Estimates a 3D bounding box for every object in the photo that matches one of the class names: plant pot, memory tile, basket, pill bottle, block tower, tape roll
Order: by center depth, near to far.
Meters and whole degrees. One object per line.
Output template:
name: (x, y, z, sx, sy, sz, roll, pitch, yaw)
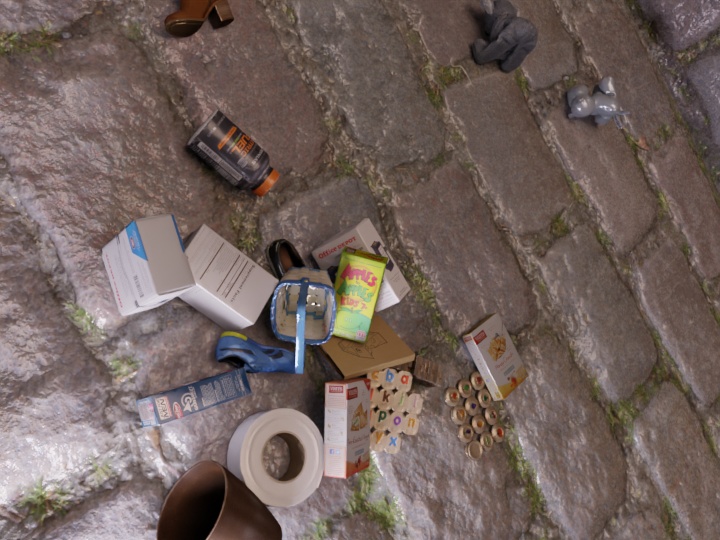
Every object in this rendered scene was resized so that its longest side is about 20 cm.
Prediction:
plant pot: (-0.250, 0.491, 1.345, 0.200, 0.187, 0.187, 40, 57, -35)
tape roll: (-0.174, 0.393, 1.473, 0.202, 0.071, 0.203, 11, 70, -32)
basket: (-0.121, 0.097, 1.488, 0.139, 0.177, 0.200, 3, 29, -6)
pill bottle: (-0.277, -0.253, 1.564, 0.200, 0.106, 0.106, 41, 58, -19)
block tower: (0.111, 0.233, 1.721, 0.200, 0.058, 0.054, 25, 64, -28)
memory tile: (0.301, 0.378, 1.832, 0.153, 0.017, 0.200, -21, 90, -36)

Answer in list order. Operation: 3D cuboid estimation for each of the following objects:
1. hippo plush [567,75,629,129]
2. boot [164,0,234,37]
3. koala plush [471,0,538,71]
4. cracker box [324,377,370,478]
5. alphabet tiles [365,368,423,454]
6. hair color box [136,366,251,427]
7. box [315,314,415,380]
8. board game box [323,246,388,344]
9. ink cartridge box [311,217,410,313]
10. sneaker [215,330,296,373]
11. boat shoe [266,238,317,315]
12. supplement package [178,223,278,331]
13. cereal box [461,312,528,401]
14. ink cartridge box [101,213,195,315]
hippo plush: (0.776, -0.548, 2.362, 0.160, 0.159, 0.200, -7, 63, -5)
boot: (-0.395, -0.629, 1.605, 0.200, 0.077, 0.156, -32, 97, -38)
koala plush: (0.445, -0.758, 2.167, 0.177, 0.184, 0.200, 5, 62, -33)
cracker box: (-0.027, 0.340, 1.537, 0.134, 0.058, 0.201, 8, 81, -67)
alphabet tiles: (0.053, 0.329, 1.653, 0.200, 0.015, 0.196, 13, 83, -23)
hair color box: (-0.329, 0.250, 1.390, 0.200, 0.100, 0.061, -14, 84, -36)
box: (0.003, 0.173, 1.617, 0.200, 0.021, 0.163, -10, 38, -34)
board game box: (-0.012, 0.056, 1.579, 0.101, 0.200, 0.048, 15, 20, 5)
ink cartridge box: (0.000, 0.000, 1.645, 0.200, 0.145, 0.084, 59, 30, -6)
sneaker: (-0.214, 0.197, 1.493, 0.200, 0.066, 0.079, 23, 46, -22)
boat shoe: (-0.147, 0.020, 1.599, 0.072, 0.068, 0.200, -32, 100, -35)
supplement package: (-0.298, 0.020, 1.462, 0.200, 0.121, 0.120, 39, 58, -20)
cereal box: (0.367, 0.231, 1.897, 0.144, 0.039, 0.200, -30, 95, -42)
ink cartridge box: (-0.411, -0.008, 1.345, 0.086, 0.200, 0.147, -16, 87, -37)
